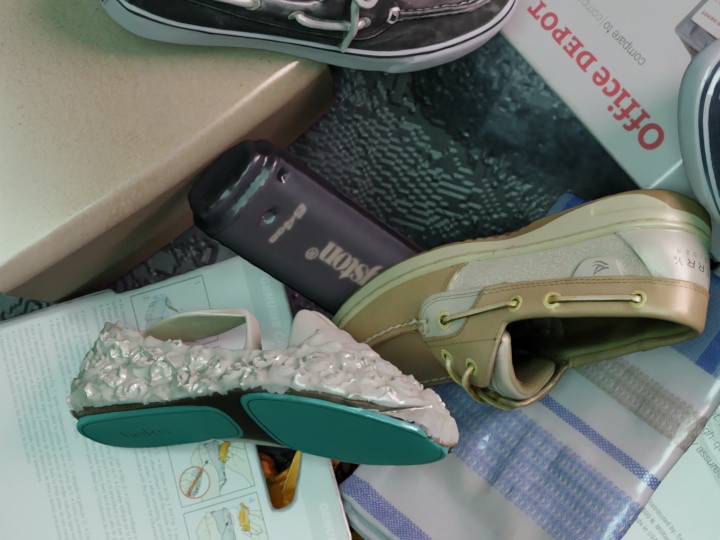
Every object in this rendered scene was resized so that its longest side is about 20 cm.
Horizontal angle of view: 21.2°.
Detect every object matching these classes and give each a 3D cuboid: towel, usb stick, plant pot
[{"bbox_3d":[0.084,0.067,0.892,0.200,0.024,0.147,-52,44,-2],"label":"towel"},{"bbox_3d":[0.000,0.000,0.919,0.055,0.200,0.033,-41,43,17],"label":"usb stick"},{"bbox_3d":[-0.117,-0.113,0.933,0.176,0.200,0.201,-24,87,0],"label":"plant pot"}]

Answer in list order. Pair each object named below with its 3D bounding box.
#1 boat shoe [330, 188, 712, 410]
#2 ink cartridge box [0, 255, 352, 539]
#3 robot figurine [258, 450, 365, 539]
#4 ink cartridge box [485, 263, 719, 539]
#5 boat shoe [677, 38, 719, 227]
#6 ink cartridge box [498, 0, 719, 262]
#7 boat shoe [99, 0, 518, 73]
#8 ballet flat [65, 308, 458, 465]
[{"bbox_3d":[0.066,0.025,0.864,0.199,0.074,0.067,-23,55,34],"label":"boat shoe"},{"bbox_3d":[-0.098,0.106,0.950,0.172,0.044,0.202,-16,76,2],"label":"ink cartridge box"},{"bbox_3d":[0.013,0.163,0.975,0.200,0.058,0.145,44,99,6],"label":"robot figurine"},{"bbox_3d":[0.170,0.095,0.928,0.200,0.084,0.145,-41,84,10],"label":"ink cartridge box"},{"bbox_3d":[0.204,-0.005,0.798,0.071,0.091,0.201,-32,109,-9],"label":"boat shoe"},{"bbox_3d":[0.182,-0.128,0.889,0.200,0.086,0.148,-43,50,8],"label":"ink cartridge box"},{"bbox_3d":[-0.012,-0.134,0.836,0.198,0.068,0.074,5,75,-22],"label":"boat shoe"},{"bbox_3d":[-0.047,0.047,0.883,0.198,0.072,0.073,1,92,25],"label":"ballet flat"}]
